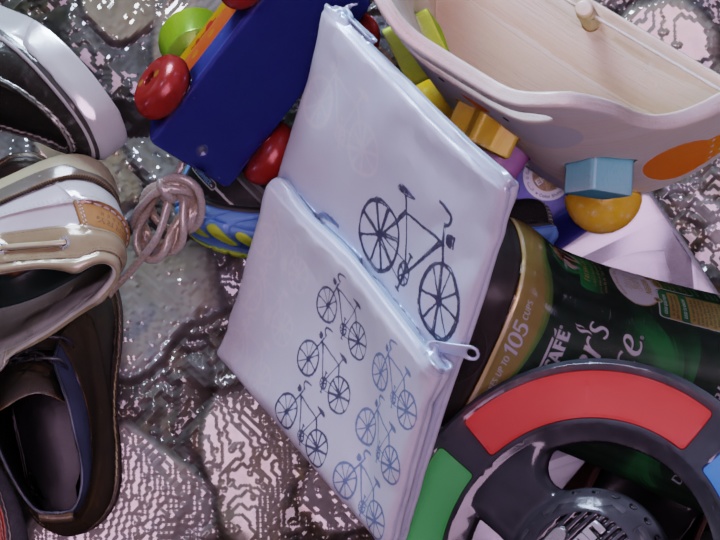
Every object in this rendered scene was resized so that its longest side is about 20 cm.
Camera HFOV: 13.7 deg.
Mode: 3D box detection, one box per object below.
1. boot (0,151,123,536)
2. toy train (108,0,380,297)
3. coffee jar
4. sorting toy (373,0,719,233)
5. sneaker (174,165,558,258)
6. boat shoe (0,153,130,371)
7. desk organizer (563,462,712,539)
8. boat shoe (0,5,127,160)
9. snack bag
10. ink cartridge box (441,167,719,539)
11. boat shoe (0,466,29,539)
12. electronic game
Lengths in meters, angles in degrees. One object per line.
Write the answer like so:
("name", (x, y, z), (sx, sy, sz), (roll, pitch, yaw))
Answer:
("boot", (-0.158, 0.037, 1.525), (0.074, 0.097, 0.201), (-11, 90, -1))
("toy train", (-0.082, -0.092, 1.523), (0.084, 0.116, 0.200), (31, 108, -26))
("coffee jar", (0.111, 0.044, 1.466), (0.199, 0.085, 0.105), (18, 112, -14))
("sorting toy", (0.076, -0.099, 1.468), (0.199, 0.180, 0.107), (32, 96, 17))
("sneaker", (0.003, -0.040, 1.531), (0.198, 0.071, 0.083), (9, 78, 15))
("boat shoe", (-0.204, 0.017, 1.467), (0.199, 0.069, 0.075), (-31, 133, 12))
("desk organizer", (0.179, 0.174, 1.507), (0.200, 0.072, 0.077), (41, 88, -4))
("boat shoe", (-0.202, -0.100, 1.508), (0.200, 0.071, 0.064), (32, 63, 30))
("snack bag", (0.000, 0.000, 1.418), (0.021, 0.189, 0.201), (1, 120, -32))
("ink cartridge box", (0.092, 0.048, 1.556), (0.199, 0.041, 0.200), (-35, 90, -1))
("boat shoe", (-0.201, 0.184, 1.494), (0.071, 0.063, 0.201), (2, 85, -1))
("electronic game", (0.105, 0.139, 1.379), (0.199, 0.042, 0.201), (-5, 76, 19))
